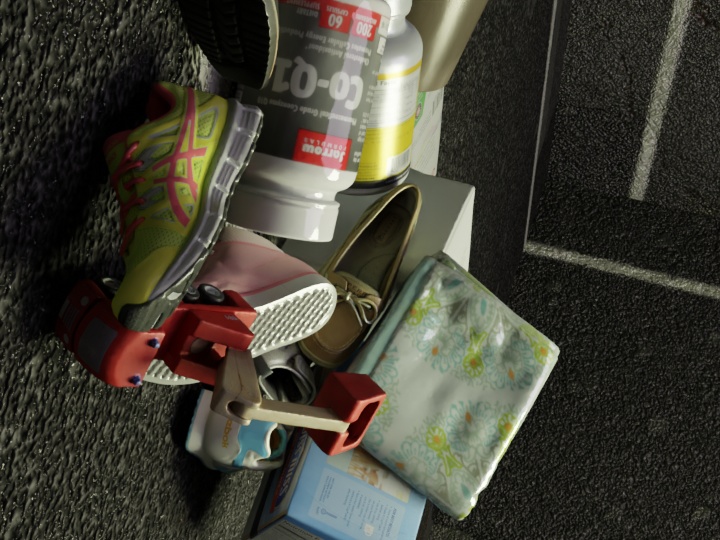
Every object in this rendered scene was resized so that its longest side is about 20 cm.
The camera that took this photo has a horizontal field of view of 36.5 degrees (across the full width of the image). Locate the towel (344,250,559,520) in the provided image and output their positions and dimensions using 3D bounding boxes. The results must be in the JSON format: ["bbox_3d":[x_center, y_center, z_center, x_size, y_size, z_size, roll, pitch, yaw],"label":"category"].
[{"bbox_3d":[0.080,0.103,1.028,0.200,0.171,0.048,-55,-172,-21],"label":"towel"}]

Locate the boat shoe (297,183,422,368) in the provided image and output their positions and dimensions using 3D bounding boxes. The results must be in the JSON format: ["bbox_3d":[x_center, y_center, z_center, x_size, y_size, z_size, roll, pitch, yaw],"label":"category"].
[{"bbox_3d":[0.002,0.001,1.035,0.201,0.073,0.063,-57,-179,-32],"label":"boat shoe"}]

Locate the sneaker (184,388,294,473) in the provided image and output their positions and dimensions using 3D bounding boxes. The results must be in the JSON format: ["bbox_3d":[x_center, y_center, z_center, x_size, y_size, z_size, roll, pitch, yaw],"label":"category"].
[{"bbox_3d":[-0.105,0.161,1.036,0.200,0.080,0.077,61,44,-78],"label":"sneaker"}]

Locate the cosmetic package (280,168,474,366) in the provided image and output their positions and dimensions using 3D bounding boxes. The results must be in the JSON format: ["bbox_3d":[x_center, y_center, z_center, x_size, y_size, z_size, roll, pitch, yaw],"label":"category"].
[{"bbox_3d":[0.021,0.009,1.209,0.201,0.166,0.167,87,23,-48],"label":"cosmetic package"}]

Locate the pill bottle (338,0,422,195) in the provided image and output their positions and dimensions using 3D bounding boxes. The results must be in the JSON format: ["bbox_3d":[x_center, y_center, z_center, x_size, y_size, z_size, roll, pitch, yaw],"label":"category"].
[{"bbox_3d":[0.002,-0.182,1.053,0.112,0.111,0.201,-57,157,-53],"label":"pill bottle"}]

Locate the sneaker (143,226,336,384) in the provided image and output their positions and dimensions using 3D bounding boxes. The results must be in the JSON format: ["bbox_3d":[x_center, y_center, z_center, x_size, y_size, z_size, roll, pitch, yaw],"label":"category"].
[{"bbox_3d":[-0.124,0.023,0.875,0.199,0.105,0.076,-16,133,-41],"label":"sneaker"}]

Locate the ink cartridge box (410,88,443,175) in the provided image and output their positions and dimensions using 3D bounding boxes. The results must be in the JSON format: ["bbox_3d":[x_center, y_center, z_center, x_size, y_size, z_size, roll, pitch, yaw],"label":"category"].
[{"bbox_3d":[0.038,-0.157,1.280,0.146,0.087,0.201,-62,159,-44],"label":"ink cartridge box"}]

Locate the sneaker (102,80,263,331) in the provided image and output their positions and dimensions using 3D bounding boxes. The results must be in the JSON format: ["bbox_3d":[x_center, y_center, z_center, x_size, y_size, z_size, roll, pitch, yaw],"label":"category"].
[{"bbox_3d":[-0.132,-0.047,0.707,0.078,0.090,0.201,-50,-160,44],"label":"sneaker"}]

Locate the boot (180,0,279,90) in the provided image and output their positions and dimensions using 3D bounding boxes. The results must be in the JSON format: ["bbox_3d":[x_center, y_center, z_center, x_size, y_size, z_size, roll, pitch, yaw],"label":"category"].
[{"bbox_3d":[-0.064,-0.242,0.765,0.139,0.077,0.201,-56,158,-34],"label":"boot"}]

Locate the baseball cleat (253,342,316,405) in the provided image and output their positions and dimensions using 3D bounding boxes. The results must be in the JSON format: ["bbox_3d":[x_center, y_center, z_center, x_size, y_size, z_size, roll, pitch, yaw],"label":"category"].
[{"bbox_3d":[-0.072,0.089,1.059,0.070,0.107,0.200,-33,165,14],"label":"baseball cleat"}]

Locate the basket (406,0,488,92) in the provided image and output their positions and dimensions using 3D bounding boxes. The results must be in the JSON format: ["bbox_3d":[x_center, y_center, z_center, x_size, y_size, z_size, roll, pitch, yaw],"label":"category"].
[{"bbox_3d":[0.063,-0.299,1.124,0.136,0.179,0.201,-101,-157,-52],"label":"basket"}]

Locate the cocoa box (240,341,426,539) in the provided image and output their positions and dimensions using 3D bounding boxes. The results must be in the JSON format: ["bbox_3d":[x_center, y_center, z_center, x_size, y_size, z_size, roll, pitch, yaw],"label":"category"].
[{"bbox_3d":[-0.011,0.192,1.069,0.131,0.133,0.201,-45,-159,54],"label":"cocoa box"}]

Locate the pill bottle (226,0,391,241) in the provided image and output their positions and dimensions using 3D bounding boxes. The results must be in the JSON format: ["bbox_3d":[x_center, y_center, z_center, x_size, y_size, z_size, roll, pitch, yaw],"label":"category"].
[{"bbox_3d":[-0.049,-0.131,0.898,0.114,0.113,0.201,-16,119,-74],"label":"pill bottle"}]

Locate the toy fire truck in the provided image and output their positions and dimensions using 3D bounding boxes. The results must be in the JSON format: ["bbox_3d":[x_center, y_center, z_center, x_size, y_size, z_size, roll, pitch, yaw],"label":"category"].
[{"bbox_3d":[-0.091,0.066,0.738,0.199,0.141,0.049,7,118,-51],"label":"toy fire truck"}]
